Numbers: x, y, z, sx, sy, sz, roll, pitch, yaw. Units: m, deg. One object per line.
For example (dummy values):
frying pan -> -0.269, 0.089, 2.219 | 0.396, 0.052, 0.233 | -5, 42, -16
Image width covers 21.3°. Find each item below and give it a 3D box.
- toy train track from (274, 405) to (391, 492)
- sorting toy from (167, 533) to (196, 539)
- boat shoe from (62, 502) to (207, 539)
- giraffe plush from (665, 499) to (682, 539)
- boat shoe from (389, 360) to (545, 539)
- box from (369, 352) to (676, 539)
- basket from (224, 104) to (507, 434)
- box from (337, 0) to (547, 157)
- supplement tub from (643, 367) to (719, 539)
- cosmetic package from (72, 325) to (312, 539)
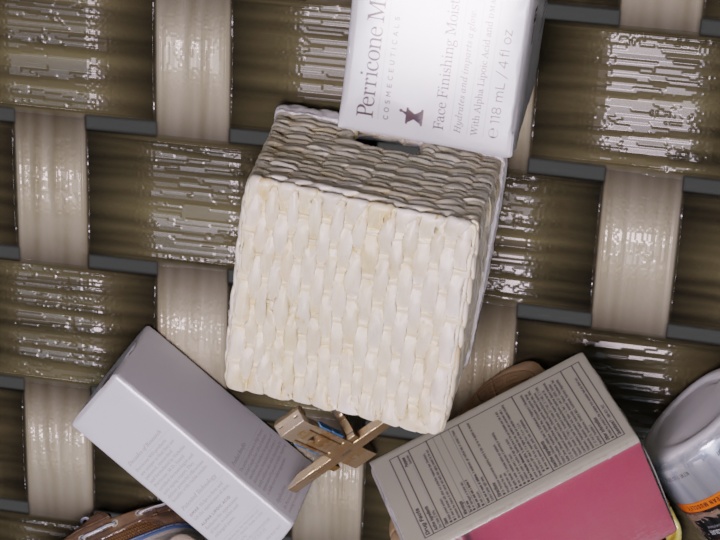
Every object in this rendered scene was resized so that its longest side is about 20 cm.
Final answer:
toy train track -> -0.031, 0.131, 1.567 | 0.114, 0.200, 0.033 | -35, 70, 7
sorting toy -> -0.166, 0.305, 1.695 | 0.184, 0.037, 0.200 | -34, 136, 22
boat shoe -> -0.228, 0.258, 1.709 | 0.198, 0.073, 0.073 | -16, 129, 7
giraffe plush -> 0.191, 0.286, 1.586 | 0.198, 0.162, 0.174 | -2, 112, 13
boat shoe -> 0.103, 0.164, 1.610 | 0.065, 0.072, 0.201 | 30, 105, -29
box -> 0.127, 0.179, 1.507 | 0.199, 0.128, 0.109 | -27, 124, 0
basket -> 0.000, 0.000, 1.509 | 0.196, 0.161, 0.202 | 12, 116, 6
box -> 0.070, -0.214, 1.381 | 0.129, 0.200, 0.201 | 10, 115, 7
supplement tub -> 0.330, 0.183, 1.537 | 0.122, 0.123, 0.200 | -38, 101, 23
cosmetic package -> -0.139, 0.152, 1.634 | 0.200, 0.102, 0.074 | 40, 115, -5
